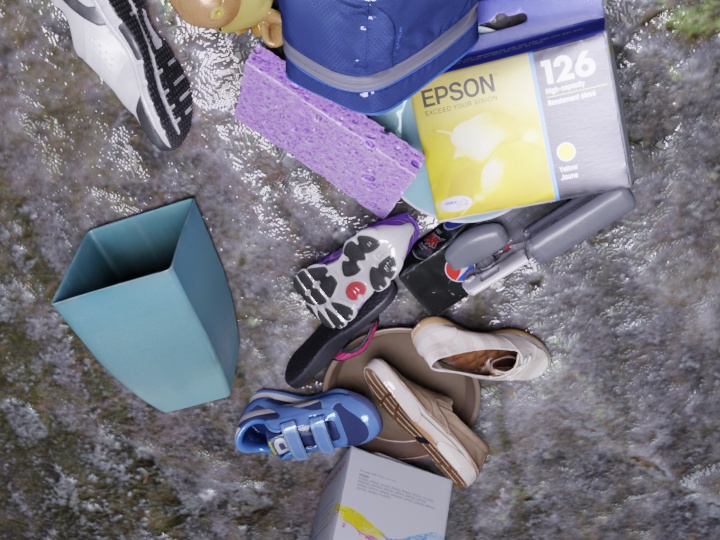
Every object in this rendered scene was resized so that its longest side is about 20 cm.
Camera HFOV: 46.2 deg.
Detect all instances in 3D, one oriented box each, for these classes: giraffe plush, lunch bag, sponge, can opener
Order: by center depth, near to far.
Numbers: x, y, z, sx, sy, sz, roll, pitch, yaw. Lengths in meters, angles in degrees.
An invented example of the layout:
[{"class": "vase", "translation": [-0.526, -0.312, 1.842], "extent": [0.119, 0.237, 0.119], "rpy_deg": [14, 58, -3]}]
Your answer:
[{"class": "lunch bag", "translation": [0.022, -0.238, 0.760], "extent": [0.135, 0.200, 0.133], "rpy_deg": [33, 146, 28]}, {"class": "giraffe plush", "translation": [-0.130, -0.297, 0.783], "extent": [0.198, 0.173, 0.164], "rpy_deg": [-11, 135, -30]}, {"class": "sponge", "translation": [-0.036, -0.137, 0.860], "extent": [0.199, 0.030, 0.112], "rpy_deg": [33, 156, -4]}, {"class": "can opener", "translation": [0.181, -0.038, 0.863], "extent": [0.198, 0.053, 0.067], "rpy_deg": [-29, 112, 16]}]

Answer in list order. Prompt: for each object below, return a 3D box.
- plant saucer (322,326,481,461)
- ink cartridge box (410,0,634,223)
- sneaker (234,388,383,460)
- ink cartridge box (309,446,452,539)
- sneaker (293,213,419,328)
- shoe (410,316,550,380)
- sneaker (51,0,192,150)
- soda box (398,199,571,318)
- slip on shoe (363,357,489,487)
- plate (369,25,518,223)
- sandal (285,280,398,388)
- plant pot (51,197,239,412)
[{"class": "plant saucer", "translation": [0.051, 0.152, 1.054], "extent": [0.197, 0.030, 0.203], "rpy_deg": [1, 118, 3]}, {"class": "ink cartridge box", "translation": [0.149, -0.162, 0.816], "extent": [0.195, 0.047, 0.203], "rpy_deg": [-9, 106, 23]}, {"class": "sneaker", "translation": [-0.066, 0.194, 1.028], "extent": [0.198, 0.082, 0.075], "rpy_deg": [-7, 113, 28]}, {"class": "ink cartridge box", "translation": [0.014, 0.349, 1.042], "extent": [0.143, 0.202, 0.146], "rpy_deg": [19, 146, -8]}, {"class": "sneaker", "translation": [0.000, 0.000, 0.937], "extent": [0.081, 0.083, 0.199], "rpy_deg": [54, 138, -5]}, {"class": "shoe", "translation": [0.146, 0.103, 0.977], "extent": [0.198, 0.054, 0.070], "rpy_deg": [13, 119, -29]}, {"class": "sneaker", "translation": [-0.241, -0.216, 0.868], "extent": [0.079, 0.074, 0.202], "rpy_deg": [-12, 112, 26]}, {"class": "soda box", "translation": [0.137, -0.036, 0.932], "extent": [0.199, 0.064, 0.071], "rpy_deg": [-35, 110, 18]}, {"class": "slip on shoe", "translation": [0.083, 0.172, 1.016], "extent": [0.061, 0.076, 0.200], "rpy_deg": [-45, 101, -19]}, {"class": "plate", "translation": [0.105, -0.150, 0.873], "extent": [0.197, 0.026, 0.203], "rpy_deg": [6, 109, 19]}, {"class": "sandal", "translation": [-0.017, 0.075, 0.998], "extent": [0.045, 0.076, 0.200], "rpy_deg": [32, 122, -20]}, {"class": "plant pot", "translation": [-0.223, 0.054, 0.962], "extent": [0.139, 0.142, 0.202], "rpy_deg": [-15, 123, 11]}]
